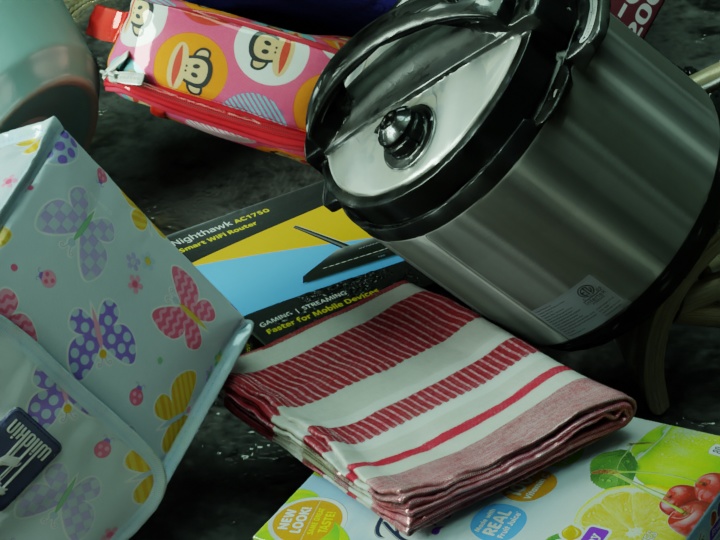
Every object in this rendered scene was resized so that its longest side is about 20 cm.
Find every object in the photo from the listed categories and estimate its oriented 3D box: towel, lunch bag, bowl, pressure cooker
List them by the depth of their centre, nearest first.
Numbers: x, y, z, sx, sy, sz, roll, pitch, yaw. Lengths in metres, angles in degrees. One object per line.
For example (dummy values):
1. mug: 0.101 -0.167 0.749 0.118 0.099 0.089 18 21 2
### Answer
1. lunch bag: -0.171 0.055 1.396 0.127 0.170 0.201 -11 40 48
2. towel: 0.026 0.062 1.419 0.143 0.023 0.200 -24 31 -26
3. pressure cooker: 0.078 -0.073 1.463 0.176 0.200 0.179 -56 29 1
4. bowl: -0.236 -0.099 1.702 0.105 0.202 0.200 37 47 23
5. lunch bag: -0.086 -0.126 1.709 0.175 0.082 0.200 17 4 0
6. towel: -0.017 -0.180 1.786 0.147 0.050 0.200 16 -10 -24

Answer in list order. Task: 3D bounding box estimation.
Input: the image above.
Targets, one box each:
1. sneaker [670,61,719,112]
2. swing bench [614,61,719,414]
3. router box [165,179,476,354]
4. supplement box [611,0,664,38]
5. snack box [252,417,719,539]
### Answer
1. sneaker: 0.188 -0.102 1.721 0.199 0.088 0.076 -18 34 -22
2. swing bench: 0.221 -0.039 1.576 0.199 0.130 0.199 -10 33 -10
3. router box: 0.000 0.000 1.613 0.199 0.051 0.149 -20 33 -23
4. supplement box: 0.151 -0.189 1.818 0.061 0.109 0.200 24 25 -8
5. snack box: 0.074 0.134 1.373 0.199 0.068 0.169 10 34 28
